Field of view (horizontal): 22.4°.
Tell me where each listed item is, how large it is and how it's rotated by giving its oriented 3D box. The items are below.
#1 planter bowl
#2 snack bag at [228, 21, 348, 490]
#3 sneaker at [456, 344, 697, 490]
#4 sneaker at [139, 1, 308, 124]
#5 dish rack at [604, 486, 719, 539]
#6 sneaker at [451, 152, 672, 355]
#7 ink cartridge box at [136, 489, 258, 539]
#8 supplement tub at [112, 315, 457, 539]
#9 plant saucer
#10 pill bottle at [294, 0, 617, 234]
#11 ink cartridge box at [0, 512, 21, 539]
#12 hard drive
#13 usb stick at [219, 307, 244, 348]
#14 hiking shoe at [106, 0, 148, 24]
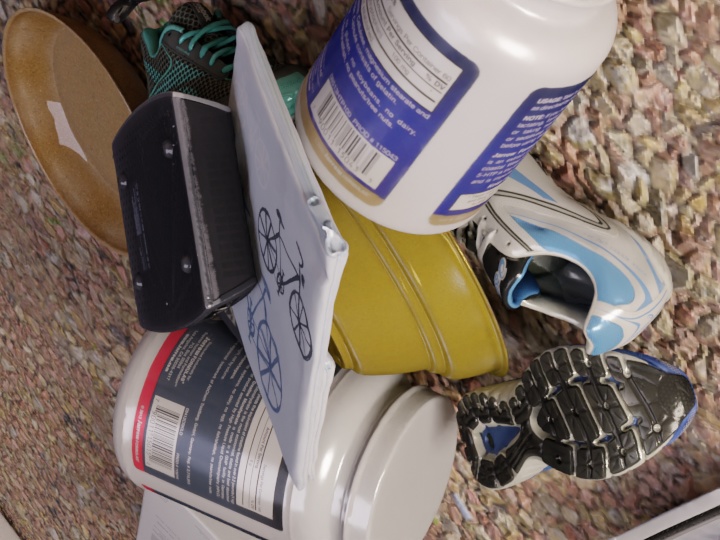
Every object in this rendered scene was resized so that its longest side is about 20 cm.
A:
[{"bbox_3d":[0.000,0.000,1.089,0.201,0.083,0.201,56,171,13],"label":"planter bowl"},{"bbox_3d":[-0.045,-0.012,1.005,0.201,0.021,0.189,99,156,-46],"label":"snack bag"},{"bbox_3d":[0.135,0.077,1.055,0.200,0.089,0.079,-20,86,63],"label":"sneaker"},{"bbox_3d":[-0.095,-0.127,1.159,0.200,0.077,0.092,4,114,60],"label":"sneaker"},{"bbox_3d":[0.239,0.205,1.089,0.172,0.043,0.200,52,149,3],"label":"dish rack"},{"bbox_3d":[0.081,-0.024,1.013,0.200,0.072,0.072,35,146,33],"label":"sneaker"},{"bbox_3d":[-0.093,0.253,1.538,0.200,0.084,0.176,43,147,16],"label":"ink cartridge box"},{"bbox_3d":[-0.050,0.108,1.204,0.199,0.141,0.141,20,138,24],"label":"supplement tub"},{"bbox_3d":[-0.194,-0.106,1.340,0.200,0.035,0.201,39,146,33],"label":"plant saucer"},{"bbox_3d":[0.058,-0.121,0.912,0.120,0.120,0.200,47,136,8],"label":"pill bottle"},{"bbox_3d":[-0.470,0.296,2.081,0.201,0.084,0.145,55,149,-6],"label":"ink cartridge box"},{"bbox_3d":[-0.107,-0.033,1.088,0.200,0.042,0.136,165,96,-72],"label":"hard drive"},{"bbox_3d":[-0.079,0.011,1.162,0.200,0.032,0.056,50,152,37],"label":"usb stick"},{"bbox_3d":[-0.126,-0.241,1.063,0.075,0.101,0.201,26,140,35],"label":"hiking shoe"}]
